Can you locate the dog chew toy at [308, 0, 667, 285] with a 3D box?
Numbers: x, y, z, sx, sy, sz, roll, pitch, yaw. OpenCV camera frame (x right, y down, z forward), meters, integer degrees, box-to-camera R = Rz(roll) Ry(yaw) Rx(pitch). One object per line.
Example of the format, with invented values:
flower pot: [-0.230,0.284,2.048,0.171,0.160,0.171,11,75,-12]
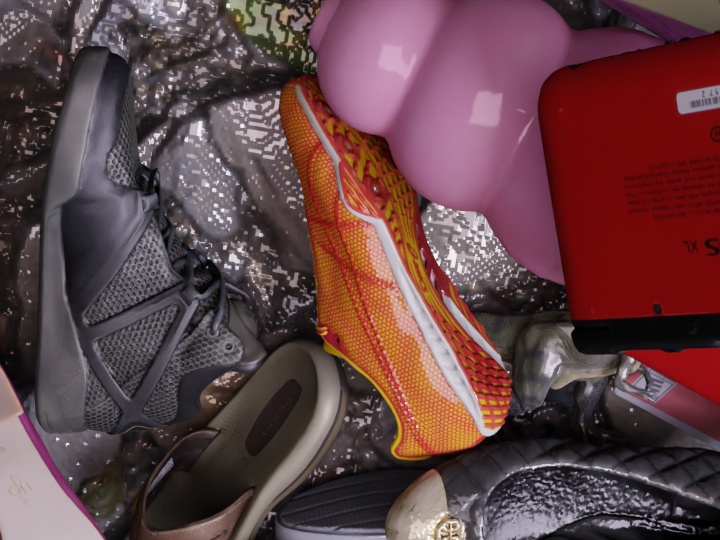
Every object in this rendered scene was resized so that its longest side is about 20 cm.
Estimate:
dog chew toy: [0.069,-0.075,0.724,0.199,0.125,0.125,27,103,1]

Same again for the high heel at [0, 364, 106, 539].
high heel: [-0.180,0.128,0.782,0.067,0.096,0.201,-29,103,-23]

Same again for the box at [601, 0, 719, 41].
box: [0.217,-0.158,0.629,0.097,0.200,0.176,16,101,-47]

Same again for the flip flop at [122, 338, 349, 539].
flip flop: [-0.081,0.117,0.783,0.057,0.081,0.200,25,105,-50]

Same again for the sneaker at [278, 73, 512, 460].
sneaker: [0.000,0.000,0.750,0.077,0.073,0.201,-26,84,25]

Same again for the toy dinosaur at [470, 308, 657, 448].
toy dinosaur: [0.095,0.054,0.781,0.199,0.047,0.089,3,114,22]

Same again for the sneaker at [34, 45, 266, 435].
sneaker: [-0.101,-0.011,0.761,0.114,0.076,0.200,3,108,-3]

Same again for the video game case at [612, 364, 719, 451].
video game case: [0.234,0.038,0.746,0.143,0.017,0.200,28,138,-7]

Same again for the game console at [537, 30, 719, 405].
game console: [0.187,-0.013,0.600,0.118,0.200,0.173,-13,94,-41]

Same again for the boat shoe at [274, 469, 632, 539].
boat shoe: [0.055,0.144,0.803,0.199,0.072,0.062,-3,109,-1]

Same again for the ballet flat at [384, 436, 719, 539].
ballet flat: [0.111,0.116,0.743,0.199,0.057,0.067,-3,105,-10]
